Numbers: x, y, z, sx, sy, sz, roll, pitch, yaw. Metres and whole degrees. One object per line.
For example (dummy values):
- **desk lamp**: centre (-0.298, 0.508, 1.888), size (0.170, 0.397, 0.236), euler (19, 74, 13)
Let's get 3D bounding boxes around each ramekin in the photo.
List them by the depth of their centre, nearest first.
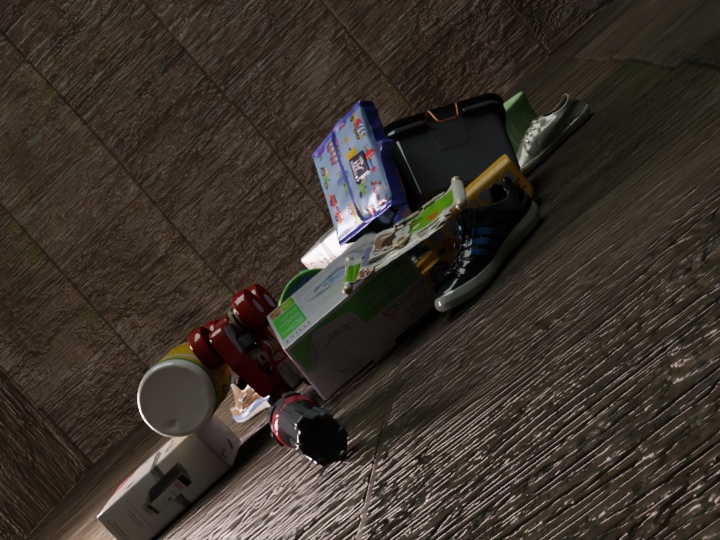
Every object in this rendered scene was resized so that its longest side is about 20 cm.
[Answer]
- **ramekin**: centre (0.246, -0.218, 1.606), size (0.200, 0.098, 0.200), euler (-42, 5, 5)

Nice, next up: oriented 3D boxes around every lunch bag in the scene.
- **lunch bag**: centre (0.014, -0.141, 1.268), size (0.093, 0.152, 0.200), euler (-14, -11, -20)

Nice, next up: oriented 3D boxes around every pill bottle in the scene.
- **pill bottle**: centre (-0.256, 0.170, 1.341), size (0.113, 0.113, 0.200), euler (-41, 4, 6)

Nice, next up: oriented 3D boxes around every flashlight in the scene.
- **flashlight**: centre (-0.056, 0.174, 0.972), size (0.067, 0.069, 0.200), euler (-8, 1, -16)

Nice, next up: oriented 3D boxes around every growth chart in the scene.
- **growth chart**: centre (0.056, -0.047, 1.123), size (0.199, 0.018, 0.145), euler (-36, 15, 5)

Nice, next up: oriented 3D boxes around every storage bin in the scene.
- **storage bin**: centre (0.140, -0.157, 1.299), size (0.198, 0.135, 0.146), euler (-17, -36, -4)

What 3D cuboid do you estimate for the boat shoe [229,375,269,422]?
- **boat shoe**: centre (-0.184, 0.203, 1.542), size (0.072, 0.073, 0.200), euler (-46, 7, -40)

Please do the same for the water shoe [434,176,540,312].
- **water shoe**: centre (0.137, -0.033, 1.074), size (0.200, 0.079, 0.071), euler (-46, 7, -30)

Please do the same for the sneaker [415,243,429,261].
- **sneaker**: centre (0.148, -0.084, 1.375), size (0.200, 0.080, 0.077), euler (-45, 6, -21)

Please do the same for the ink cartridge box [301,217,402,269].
- **ink cartridge box**: centre (0.006, -0.026, 1.589), size (0.084, 0.146, 0.200), euler (-48, 7, -39)

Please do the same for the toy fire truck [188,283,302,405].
- **toy fire truck**: centre (-0.153, 0.122, 1.317), size (0.112, 0.168, 0.200), euler (-40, 0, 7)

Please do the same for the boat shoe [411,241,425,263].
- **boat shoe**: centre (0.107, -0.058, 1.476), size (0.072, 0.071, 0.200), euler (-43, 5, 41)

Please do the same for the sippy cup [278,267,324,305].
- **sippy cup**: centre (-0.068, 0.071, 1.518), size (0.176, 0.141, 0.130), euler (-18, -7, -3)

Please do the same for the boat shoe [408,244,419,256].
- **boat shoe**: centre (0.000, 0.001, 1.343), size (0.199, 0.066, 0.075), euler (-38, -13, -14)

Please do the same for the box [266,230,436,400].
- **box**: centre (-0.013, 0.056, 1.201), size (0.199, 0.097, 0.176), euler (-39, 16, -3)

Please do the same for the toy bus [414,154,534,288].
- **toy bus**: centre (0.148, -0.063, 1.222), size (0.200, 0.078, 0.065), euler (-41, 6, 12)

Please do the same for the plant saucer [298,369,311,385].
- **plant saucer**: centre (-0.019, 0.093, 1.350), size (0.200, 0.032, 0.200), euler (-39, 11, 9)

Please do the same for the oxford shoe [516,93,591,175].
- **oxford shoe**: centre (0.294, -0.216, 1.476), size (0.200, 0.058, 0.075), euler (-45, 10, 1)

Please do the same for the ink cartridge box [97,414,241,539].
- **ink cartridge box**: centre (-0.289, 0.317, 1.366), size (0.200, 0.083, 0.147), euler (-42, 6, 2)
